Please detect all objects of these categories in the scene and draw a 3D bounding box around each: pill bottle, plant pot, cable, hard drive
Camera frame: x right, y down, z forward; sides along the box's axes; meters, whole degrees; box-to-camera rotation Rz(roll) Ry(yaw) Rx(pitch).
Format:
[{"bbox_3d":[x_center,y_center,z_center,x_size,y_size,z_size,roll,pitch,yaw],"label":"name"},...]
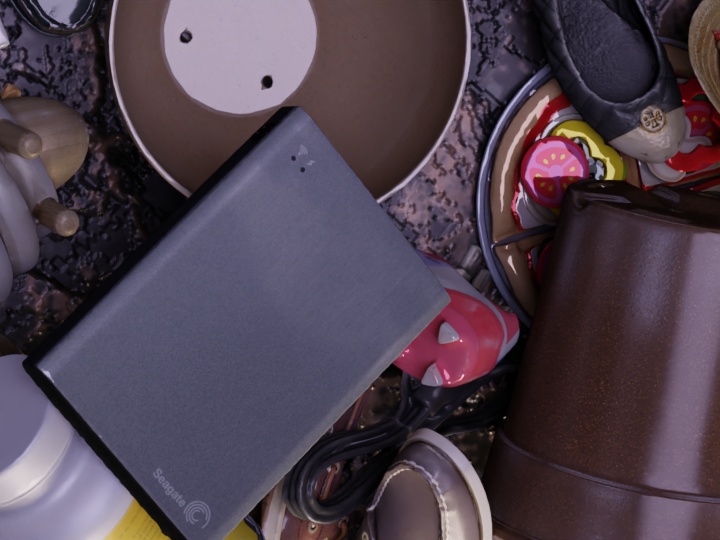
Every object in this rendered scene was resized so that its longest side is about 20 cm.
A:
[{"bbox_3d":[-0.143,0.131,1.486,0.112,0.112,0.200,-48,133,-6],"label":"pill bottle"},{"bbox_3d":[0.175,0.059,1.566,0.200,0.200,0.199,7,100,-16],"label":"plant pot"},{"bbox_3d":[-0.054,-0.128,1.525,0.200,0.134,0.201,-2,96,-16],"label":"plant pot"},{"bbox_3d":[0.027,0.082,1.595,0.200,0.050,0.097,-45,130,-21],"label":"cable"},{"bbox_3d":[-0.063,0.032,1.433,0.200,0.033,0.140,-46,111,-19],"label":"hard drive"}]

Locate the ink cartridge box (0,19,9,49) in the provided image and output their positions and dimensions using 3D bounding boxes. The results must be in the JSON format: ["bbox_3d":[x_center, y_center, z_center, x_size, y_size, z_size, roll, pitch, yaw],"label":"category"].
[{"bbox_3d":[-0.309,-0.151,1.478,0.199,0.083,0.147,-25,101,-11],"label":"ink cartridge box"}]

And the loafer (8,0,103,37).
[{"bbox_3d":[-0.180,-0.227,1.516,0.072,0.063,0.201,-12,99,-14],"label":"loafer"}]

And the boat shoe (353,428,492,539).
[{"bbox_3d":[0.025,0.167,1.561,0.059,0.200,0.072,-36,64,-30],"label":"boat shoe"}]

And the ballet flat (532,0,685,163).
[{"bbox_3d":[0.135,-0.150,1.592,0.066,0.057,0.200,-29,103,-10],"label":"ballet flat"}]

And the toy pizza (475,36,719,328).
[{"bbox_3d":[0.167,-0.041,1.650,0.199,0.032,0.201,-2,97,-16],"label":"toy pizza"}]

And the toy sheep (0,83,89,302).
[{"bbox_3d":[-0.234,-0.031,1.487,0.200,0.138,0.138,-31,103,-19],"label":"toy sheep"}]

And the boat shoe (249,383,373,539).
[{"bbox_3d":[-0.030,0.136,1.597,0.072,0.072,0.201,13,86,-16],"label":"boat shoe"}]

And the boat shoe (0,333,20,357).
[{"bbox_3d":[-0.208,0.118,1.547,0.072,0.067,0.201,-38,124,-37],"label":"boat shoe"}]

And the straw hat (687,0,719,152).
[{"bbox_3d":[0.260,-0.080,1.616,0.200,0.201,0.085,16,133,-17],"label":"straw hat"}]

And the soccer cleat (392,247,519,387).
[{"bbox_3d":[0.000,0.000,1.565,0.200,0.076,0.067,33,117,24],"label":"soccer cleat"}]
